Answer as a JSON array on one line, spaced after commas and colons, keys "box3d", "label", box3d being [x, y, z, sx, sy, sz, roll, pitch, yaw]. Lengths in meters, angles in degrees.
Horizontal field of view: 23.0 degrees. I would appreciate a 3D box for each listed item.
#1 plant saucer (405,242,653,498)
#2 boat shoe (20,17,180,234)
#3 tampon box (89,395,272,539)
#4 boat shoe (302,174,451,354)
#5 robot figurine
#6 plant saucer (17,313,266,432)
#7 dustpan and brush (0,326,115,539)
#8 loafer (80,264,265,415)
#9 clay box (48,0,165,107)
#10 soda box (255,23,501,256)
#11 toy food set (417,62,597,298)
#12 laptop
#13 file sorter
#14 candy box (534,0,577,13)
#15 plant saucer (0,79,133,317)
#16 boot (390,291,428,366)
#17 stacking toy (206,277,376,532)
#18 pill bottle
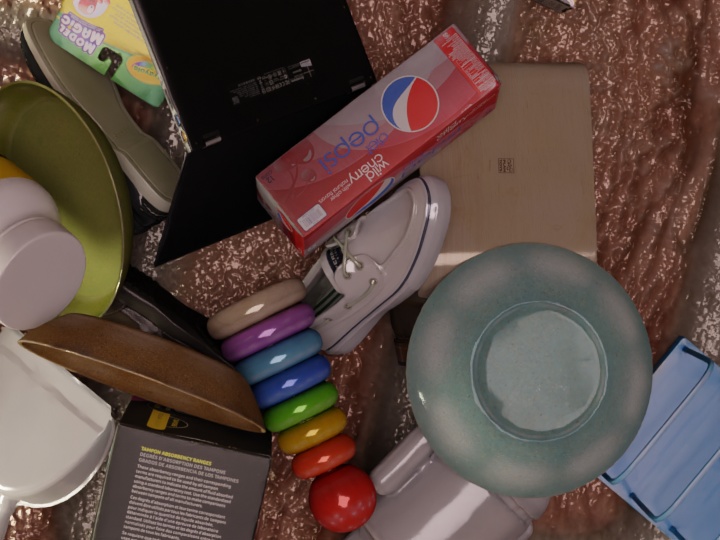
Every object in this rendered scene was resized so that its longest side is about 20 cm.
[{"box3d": [0.137, 0.078, 1.378, 0.200, 0.039, 0.202, 0, 88, -8], "label": "plant saucer"}, {"box3d": [-0.221, -0.113, 1.434, 0.200, 0.074, 0.066, 49, 120, 2], "label": "boat shoe"}, {"box3d": [-0.153, 0.218, 1.422, 0.126, 0.150, 0.201, 13, 94, -4], "label": "tampon box"}, {"box3d": [0.000, 0.000, 1.403, 0.066, 0.074, 0.200, 9, 133, -30], "label": "boat shoe"}, {"box3d": [0.076, 0.191, 1.449, 0.200, 0.113, 0.170, -43, 129, 1], "label": "robot figurine"}, {"box3d": [-0.160, 0.073, 1.339, 0.199, 0.200, 0.036, 20, 79, -4], "label": "plant saucer"}, {"box3d": [-0.282, 0.163, 1.453, 0.139, 0.057, 0.201, 35, 98, 25], "label": "dustpan and brush"}, {"box3d": [-0.150, 0.070, 1.457, 0.200, 0.073, 0.071, 37, 103, 0], "label": "loafer"}, {"box3d": [-0.156, -0.245, 1.435, 0.115, 0.048, 0.201, 33, 94, -5], "label": "clay box"}, {"box3d": [0.014, -0.100, 1.373, 0.200, 0.070, 0.063, -38, 80, -9], "label": "soda box"}, {"box3d": [0.115, -0.077, 1.443, 0.143, 0.060, 0.201, 0, 78, -6], "label": "toy food set"}, {"box3d": [-0.096, -0.134, 1.372, 0.187, 0.116, 0.201, -25, 96, -37], "label": "laptop"}, {"box3d": [0.307, 0.177, 1.455, 0.200, 0.123, 0.139, 40, 92, -6], "label": "file sorter"}, {"box3d": [0.112, -0.315, 1.436, 0.199, 0.061, 0.137, 25, 92, -5], "label": "candy box"}, {"box3d": [-0.239, -0.054, 1.400, 0.031, 0.199, 0.201, -21, 97, -42], "label": "plant saucer"}, {"box3d": [0.118, 0.012, 1.456, 0.199, 0.075, 0.098, -13, 98, 0], "label": "boot"}, {"box3d": [-0.042, 0.110, 1.390, 0.085, 0.085, 0.201, -26, 88, 0], "label": "stacking toy"}, {"box3d": [-0.305, -0.041, 1.367, 0.200, 0.112, 0.113, 36, 93, 32], "label": "pill bottle"}]
